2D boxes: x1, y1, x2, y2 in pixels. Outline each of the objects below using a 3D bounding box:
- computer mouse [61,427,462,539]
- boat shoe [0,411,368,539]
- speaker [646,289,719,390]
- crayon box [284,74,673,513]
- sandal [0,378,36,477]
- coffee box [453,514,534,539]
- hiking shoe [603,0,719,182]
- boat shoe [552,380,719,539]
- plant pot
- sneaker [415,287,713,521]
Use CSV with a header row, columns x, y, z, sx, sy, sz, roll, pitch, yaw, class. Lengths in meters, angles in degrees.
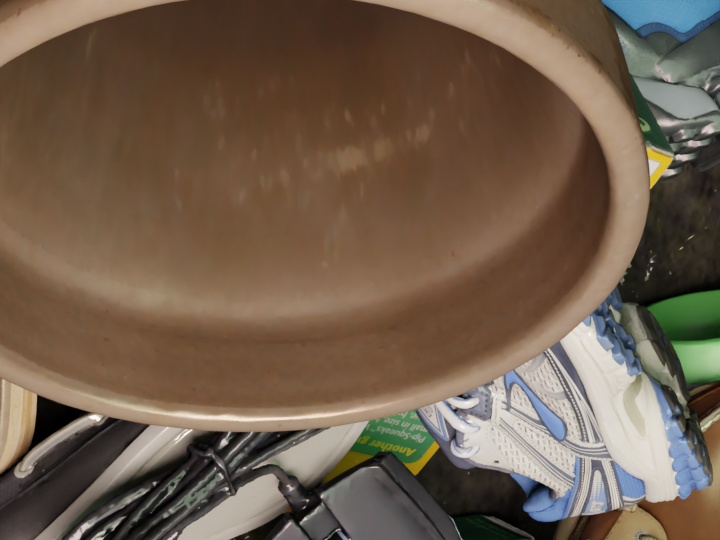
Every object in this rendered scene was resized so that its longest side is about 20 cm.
x,y,z,sx,sy,sz,roll,pitch,yaw,class
-0.022,0.120,0.725,0.140,0.046,0.201,-37,141,-11,computer mouse
-0.076,0.071,0.727,0.200,0.060,0.074,-43,136,7,boat shoe
0.157,0.114,0.901,0.088,0.088,0.202,-17,106,-28,speaker
0.000,0.000,0.768,0.125,0.052,0.200,16,125,-32,crayon box
-0.117,-0.035,0.736,0.070,0.077,0.214,-18,118,-60,sandal
-0.026,0.169,0.823,0.199,0.044,0.124,-5,102,-30,coffee box
0.061,-0.077,0.833,0.198,0.074,0.087,-5,71,-24,hiking shoe
0.098,0.132,0.805,0.076,0.074,0.200,39,84,-12,boat shoe
-0.027,-0.079,0.600,0.199,0.200,0.176,23,48,-32,plant pot
0.051,0.030,0.728,0.085,0.077,0.200,-24,135,13,sneaker
